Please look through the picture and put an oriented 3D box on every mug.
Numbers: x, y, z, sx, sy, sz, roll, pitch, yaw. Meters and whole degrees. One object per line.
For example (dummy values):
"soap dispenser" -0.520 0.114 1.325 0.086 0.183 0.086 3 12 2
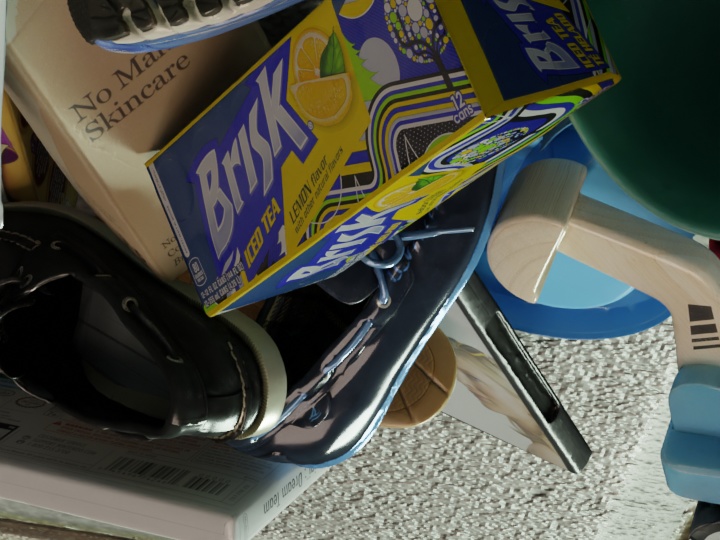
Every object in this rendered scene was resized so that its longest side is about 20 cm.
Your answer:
"mug" 0.148 -0.111 0.667 0.152 0.114 0.186 28 125 43

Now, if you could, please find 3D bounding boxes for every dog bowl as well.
"dog bowl" 0.113 -0.036 0.911 0.111 0.050 0.200 19 148 -15

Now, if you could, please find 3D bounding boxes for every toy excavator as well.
"toy excavator" 0.163 0.038 0.885 0.194 0.100 0.200 7 140 24

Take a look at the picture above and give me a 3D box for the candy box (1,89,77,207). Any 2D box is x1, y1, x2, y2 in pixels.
"candy box" -0.200 -0.073 0.926 0.116 0.057 0.200 4 150 6

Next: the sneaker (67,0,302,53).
"sneaker" -0.006 -0.120 0.727 0.199 0.079 0.089 -23 155 -3

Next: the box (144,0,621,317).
"box" 0.000 -0.051 0.735 0.064 0.070 0.200 -18 171 -35

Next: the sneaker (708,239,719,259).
"sneaker" 0.246 -0.004 0.903 0.199 0.079 0.116 -11 145 28

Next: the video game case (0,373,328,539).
"video game case" -0.101 0.069 0.999 0.199 0.182 0.024 9 113 25

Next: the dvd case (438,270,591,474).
"dvd case" 0.024 0.023 1.001 0.142 0.018 0.200 24 161 36

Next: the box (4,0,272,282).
"box" -0.097 -0.095 0.805 0.078 0.095 0.200 44 171 36

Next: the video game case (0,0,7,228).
"video game case" -0.192 -0.126 0.724 0.045 0.200 0.181 -29 159 -23

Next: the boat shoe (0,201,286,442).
"boat shoe" -0.125 0.025 0.880 0.199 0.066 0.075 29 119 32

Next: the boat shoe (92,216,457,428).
"boat shoe" -0.051 0.029 0.971 0.199 0.071 0.069 20 177 8

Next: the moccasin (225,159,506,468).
"moccasin" 0.000 0.000 0.859 0.068 0.080 0.201 4 114 -41
